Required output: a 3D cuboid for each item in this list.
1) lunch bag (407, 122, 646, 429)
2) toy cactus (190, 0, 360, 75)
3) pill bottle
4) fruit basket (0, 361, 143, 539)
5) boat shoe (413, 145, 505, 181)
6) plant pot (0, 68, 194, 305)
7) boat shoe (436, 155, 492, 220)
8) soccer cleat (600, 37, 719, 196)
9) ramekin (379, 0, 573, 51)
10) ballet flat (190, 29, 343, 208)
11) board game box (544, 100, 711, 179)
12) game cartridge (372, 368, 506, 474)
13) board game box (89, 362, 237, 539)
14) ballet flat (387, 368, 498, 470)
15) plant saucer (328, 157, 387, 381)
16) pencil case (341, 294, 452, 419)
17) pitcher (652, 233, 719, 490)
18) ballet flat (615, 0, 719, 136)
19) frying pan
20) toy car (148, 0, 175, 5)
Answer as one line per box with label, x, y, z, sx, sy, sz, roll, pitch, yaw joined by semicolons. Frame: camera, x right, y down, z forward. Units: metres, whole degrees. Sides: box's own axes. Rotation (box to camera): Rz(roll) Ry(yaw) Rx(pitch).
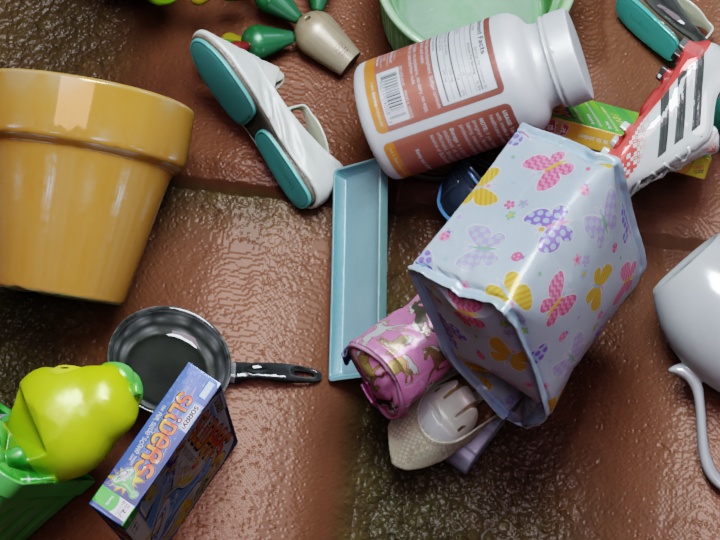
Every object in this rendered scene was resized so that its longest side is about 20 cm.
lunch bag;0.142;0.013;1.188;0.126;0.201;0.170;24;66;37
toy cactus;-0.067;-0.263;1.436;0.165;0.102;0.200;40;66;2
pill bottle;0.102;-0.163;1.306;0.198;0.112;0.113;-17;70;15
fruit basket;-0.288;0.137;1.226;0.155;0.216;0.216;35;74;11
boat shoe;0.106;-0.123;1.392;0.198;0.068;0.073;11;72;4
plant pot;-0.261;-0.068;1.316;0.198;0.200;0.186;8;86;2
boat shoe;0.169;-0.043;1.344;0.198;0.069;0.085;20;42;-7
soccer cleat;0.274;-0.114;1.305;0.085;0.069;0.201;35;88;8
ramekin;0.110;-0.275;1.429;0.197;0.098;0.202;0;71;-1
ballet flat;-0.086;-0.152;1.389;0.069;0.069;0.201;-37;96;-13
board game box;0.234;-0.137;1.389;0.198;0.096;0.030;18;113;4
game cartridge;0.103;0.070;1.343;0.133;0.041;0.201;34;74;15
board game box;-0.160;0.166;1.218;0.034;0.200;0.136;31;74;10
ballet flat;0.105;0.103;1.280;0.199;0.062;0.068;-33;74;-11
plant saucer;0.000;0.000;1.341;0.019;0.070;0.203;9;77;-40
pencil case;0.079;0.042;1.276;0.199;0.083;0.086;-38;39;-22
pitcher;0.339;0.085;1.306;0.171;0.121;0.200;-40;87;2
ballet flat;0.333;-0.215;1.430;0.068;0.068;0.201;-27;73;-19
frying pan;-0.141;0.078;1.338;0.188;0.031;0.116;-11;60;-27
toy car;-0.228;-0.384;1.386;0.158;0.201;0.164;-44;54;-14
